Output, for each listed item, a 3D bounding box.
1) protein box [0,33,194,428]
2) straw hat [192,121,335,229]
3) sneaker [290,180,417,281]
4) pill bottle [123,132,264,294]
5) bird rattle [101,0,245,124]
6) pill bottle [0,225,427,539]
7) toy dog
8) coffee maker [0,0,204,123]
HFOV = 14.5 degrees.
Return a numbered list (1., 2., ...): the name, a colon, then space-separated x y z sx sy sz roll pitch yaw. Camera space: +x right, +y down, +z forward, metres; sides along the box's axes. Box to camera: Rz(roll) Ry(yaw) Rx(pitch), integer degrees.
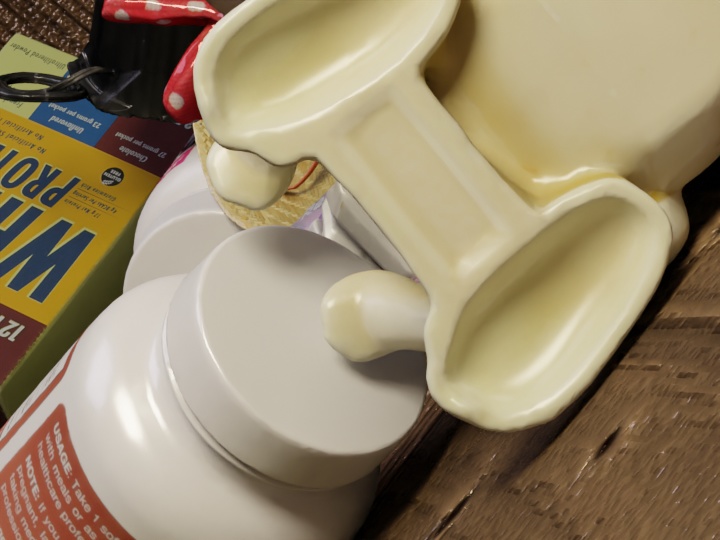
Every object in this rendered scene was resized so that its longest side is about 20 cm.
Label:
1. protein box: -0.168 0.023 1.537 0.199 0.135 0.200 -54 -27 -26
2. straw hat: 0.029 -0.082 1.284 0.201 0.201 0.085 -51 -38 2
3. sneaker: 0.000 0.000 1.117 0.200 0.081 0.089 -39 7 40
4. pill bottle: -0.046 -0.020 1.378 0.113 0.113 0.200 -49 6 22
5. bird rattle: -0.001 -0.119 1.004 0.163 0.199 0.113 58 -151 -70
6. pill bottle: -0.064 0.073 0.949 0.200 0.112 0.112 -46 8 44
7. toy dog: 0.041 -0.061 0.853 0.194 0.139 0.200 -49 4 1
8. coffee maker: -0.075 -0.178 1.340 0.192 0.135 0.201 -14 -61 -40
